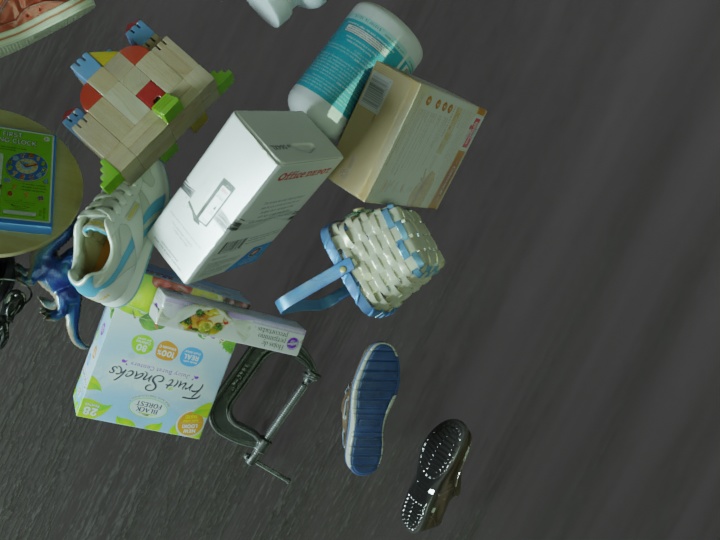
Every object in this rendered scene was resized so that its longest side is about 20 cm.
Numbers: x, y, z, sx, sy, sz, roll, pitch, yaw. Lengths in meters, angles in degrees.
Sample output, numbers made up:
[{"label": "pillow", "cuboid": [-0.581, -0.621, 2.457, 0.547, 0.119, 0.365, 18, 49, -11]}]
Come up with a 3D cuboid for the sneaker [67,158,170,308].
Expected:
[{"label": "sneaker", "cuboid": [-0.282, -0.062, 0.849, 0.076, 0.081, 0.202, 3, 73, 17]}]

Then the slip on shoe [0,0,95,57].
[{"label": "slip on shoe", "cuboid": [-0.390, -0.271, 0.784, 0.199, 0.074, 0.061, -34, 109, -17]}]

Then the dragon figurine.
[{"label": "dragon figurine", "cuboid": [-0.353, 0.008, 0.885, 0.099, 0.059, 0.201, -31, 115, -12]}]

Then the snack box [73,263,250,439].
[{"label": "snack box", "cuboid": [-0.259, 0.105, 0.948, 0.168, 0.068, 0.201, 18, 98, -28]}]

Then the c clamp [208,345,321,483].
[{"label": "c clamp", "cuboid": [-0.128, 0.194, 1.058, 0.170, 0.027, 0.201, 29, 94, -22]}]

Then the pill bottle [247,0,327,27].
[{"label": "pill bottle", "cuboid": [-0.053, -0.389, 0.868, 0.200, 0.112, 0.112, -44, 117, -5]}]

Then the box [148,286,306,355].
[{"label": "box", "cuboid": [-0.166, 0.066, 0.921, 0.199, 0.041, 0.039, 17, 98, -32]}]

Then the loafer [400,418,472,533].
[{"label": "loafer", "cuboid": [0.132, 0.335, 1.189, 0.071, 0.073, 0.201, 16, 103, -37]}]

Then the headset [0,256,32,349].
[{"label": "headset", "cuboid": [-0.431, 0.014, 0.778, 0.123, 0.199, 0.095, 33, 76, -62]}]

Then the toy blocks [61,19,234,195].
[{"label": "toy blocks", "cuboid": [-0.265, -0.201, 0.830, 0.137, 0.100, 0.200, 41, 79, 4]}]

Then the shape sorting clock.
[{"label": "shape sorting clock", "cuboid": [-0.405, -0.098, 0.782, 0.199, 0.039, 0.201, 14, 56, -22]}]

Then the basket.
[{"label": "basket", "cuboid": [0.000, 0.000, 0.952, 0.199, 0.176, 0.140, -35, 81, 14]}]

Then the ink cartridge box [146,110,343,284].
[{"label": "ink cartridge box", "cuboid": [-0.134, -0.090, 0.854, 0.084, 0.146, 0.200, 49, 118, 10]}]

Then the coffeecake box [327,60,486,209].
[{"label": "coffeecake box", "cuboid": [0.064, -0.166, 0.936, 0.200, 0.073, 0.154, -3, 123, -58]}]

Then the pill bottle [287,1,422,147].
[{"label": "pill bottle", "cuboid": [-0.018, -0.233, 0.930, 0.111, 0.111, 0.200, 39, 88, -27]}]

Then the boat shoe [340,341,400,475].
[{"label": "boat shoe", "cuboid": [0.003, 0.198, 1.085, 0.072, 0.072, 0.202, 11, 96, -24]}]
